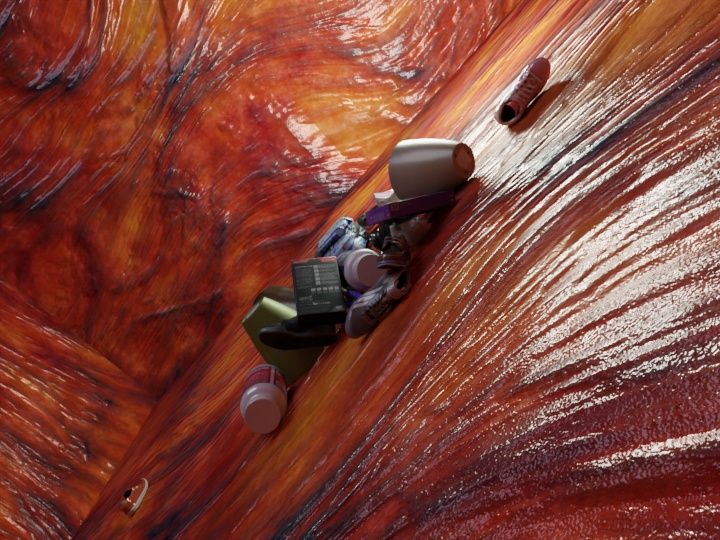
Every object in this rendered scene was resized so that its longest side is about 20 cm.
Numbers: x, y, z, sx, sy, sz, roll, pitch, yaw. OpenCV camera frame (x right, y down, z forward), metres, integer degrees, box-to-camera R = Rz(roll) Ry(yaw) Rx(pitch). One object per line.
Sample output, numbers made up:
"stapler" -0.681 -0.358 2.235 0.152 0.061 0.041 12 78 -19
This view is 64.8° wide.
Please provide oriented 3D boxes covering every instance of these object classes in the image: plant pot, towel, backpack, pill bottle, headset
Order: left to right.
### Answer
"pill bottle" -0.233 0.311 1.374 0.112 0.112 0.200 -47 12 3
"plant pot" -0.218 0.173 1.538 0.187 0.200 0.187 -45 13 13
"plant pot" -0.205 0.136 1.725 0.199 0.187 0.188 -5 42 52
"backpack" -0.063 -0.059 1.864 0.182 0.134 0.201 -44 16 24
"pill bottle" 0.000 0.000 1.508 0.111 0.111 0.200 -50 12 -11
"headset" 0.082 -0.089 1.648 0.200 0.094 0.123 -39 -1 -41
"towel" 0.117 -0.264 1.937 0.144 0.030 0.200 -14 16 1
"plant pot" 0.208 -0.282 1.548 0.199 0.188 0.188 -4 43 52

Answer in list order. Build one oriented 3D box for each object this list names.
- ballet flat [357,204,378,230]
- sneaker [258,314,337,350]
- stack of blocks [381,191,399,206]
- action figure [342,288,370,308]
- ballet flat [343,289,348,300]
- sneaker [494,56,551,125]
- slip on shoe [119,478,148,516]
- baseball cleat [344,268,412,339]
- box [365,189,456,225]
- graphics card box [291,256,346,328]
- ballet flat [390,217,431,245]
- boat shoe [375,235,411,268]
"ballet flat" 0.056 -0.187 2.021 0.199 0.074 0.075 -29 22 55
"sneaker" -0.163 0.138 1.450 0.077 0.196 0.115 95 167 -45
"stack of blocks" 0.151 -0.239 1.743 0.200 0.058 0.115 -49 -8 -6
"action figure" 0.002 0.077 1.421 0.066 0.051 0.199 -58 19 -18
"ballet flat" -0.030 0.038 1.648 0.072 0.072 0.201 -30 24 54
"sneaker" 0.432 -0.468 1.507 0.201 0.075 0.105 -51 5 27
"slip on shoe" -0.810 0.799 2.028 0.074 0.061 0.200 -49 11 2
"baseball cleat" 0.041 0.067 1.266 0.201 0.070 0.106 -54 13 -18
"box" 0.128 -0.160 1.459 0.197 0.040 0.136 -15 3 -24
"graphics card box" -0.109 0.052 1.450 0.202 0.123 0.051 -105 14 -46
"ballet flat" 0.129 -0.094 1.459 0.072 0.072 0.200 -50 10 -10
"boat shoe" 0.075 -0.045 1.320 0.071 0.074 0.200 -1 5 11
